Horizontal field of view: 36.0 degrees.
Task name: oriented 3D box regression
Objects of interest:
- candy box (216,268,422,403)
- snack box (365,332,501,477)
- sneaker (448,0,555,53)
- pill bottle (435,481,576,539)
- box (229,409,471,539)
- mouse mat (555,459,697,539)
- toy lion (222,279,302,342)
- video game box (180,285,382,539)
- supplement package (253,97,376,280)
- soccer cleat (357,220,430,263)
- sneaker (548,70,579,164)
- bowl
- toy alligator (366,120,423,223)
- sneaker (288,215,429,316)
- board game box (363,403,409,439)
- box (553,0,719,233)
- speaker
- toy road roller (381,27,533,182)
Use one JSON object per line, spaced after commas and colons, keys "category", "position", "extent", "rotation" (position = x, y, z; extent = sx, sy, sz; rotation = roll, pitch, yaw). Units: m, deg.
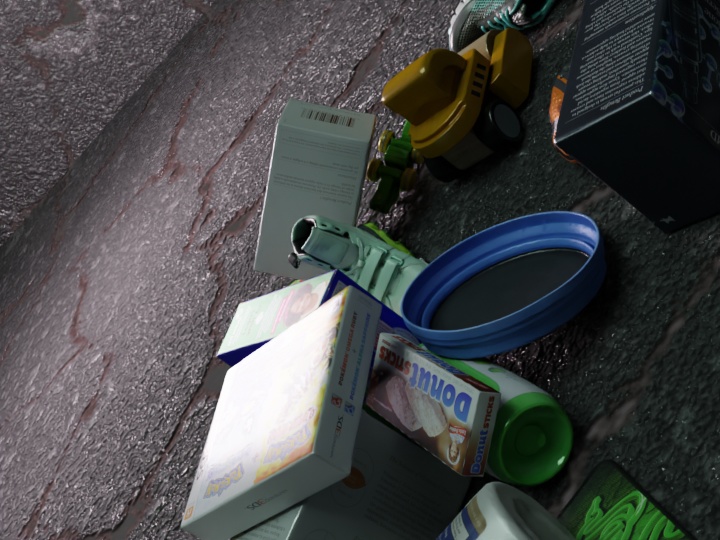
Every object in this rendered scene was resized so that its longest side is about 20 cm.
{"category": "candy box", "position": [-0.031, 0.091, 1.175], "extent": [0.200, 0.169, 0.077], "rotation": [-20, 39, 51]}
{"category": "snack box", "position": [0.059, 0.113, 0.969], "extent": [0.200, 0.024, 0.072], "rotation": [-155, 75, -65]}
{"category": "sneaker", "position": [0.190, -0.335, 1.415], "extent": [0.200, 0.078, 0.091], "rotation": [-44, 31, 27]}
{"category": "pill bottle", "position": [0.075, 0.266, 0.831], "extent": [0.200, 0.111, 0.111], "rotation": [-50, 26, 11]}
{"category": "box", "position": [-0.019, 0.239, 0.995], "extent": [0.106, 0.152, 0.200], "rotation": [-10, 50, 59]}
{"category": "mouse mat", "position": [0.162, 0.253, 0.831], "extent": [0.200, 0.008, 0.161], "rotation": [-52, 25, 5]}
{"category": "toy lion", "position": [-0.090, 0.093, 1.419], "extent": [0.192, 0.069, 0.200], "rotation": [-35, 31, 22]}
{"category": "video game box", "position": [-0.071, 0.131, 0.989], "extent": [0.200, 0.047, 0.182], "rotation": [-36, 32, 39]}
{"category": "supplement package", "position": [-0.056, -0.098, 1.391], "extent": [0.117, 0.117, 0.200], "rotation": [-81, 2, -65]}
{"category": "soccer cleat", "position": [0.029, -0.001, 1.306], "extent": [0.081, 0.068, 0.200], "rotation": [-55, 28, 5]}
{"category": "sneaker", "position": [0.256, -0.204, 1.131], "extent": [0.200, 0.078, 0.112], "rotation": [-53, 26, 5]}
{"category": "bowl", "position": [0.136, 0.013, 1.040], "extent": [0.201, 0.039, 0.201], "rotation": [-24, 22, 10]}
{"category": "toy alligator", "position": [0.040, -0.114, 1.444], "extent": [0.054, 0.059, 0.200], "rotation": [52, -121, -70]}
{"category": "sneaker", "position": [0.000, 0.000, 1.192], "extent": [0.200, 0.118, 0.074], "rotation": [33, 104, 50]}
{"category": "board game box", "position": [-0.033, 0.228, 1.094], "extent": [0.048, 0.102, 0.200], "rotation": [-14, 47, 54]}
{"category": "box", "position": [0.271, -0.163, 0.972], "extent": [0.107, 0.148, 0.200], "rotation": [-25, 39, 48]}
{"category": "speaker", "position": [0.106, 0.123, 0.994], "extent": [0.088, 0.088, 0.200], "rotation": [-57, 25, -3]}
{"category": "toy road roller", "position": [0.112, -0.220, 1.323], "extent": [0.123, 0.146, 0.200], "rotation": [-29, 36, 44]}
